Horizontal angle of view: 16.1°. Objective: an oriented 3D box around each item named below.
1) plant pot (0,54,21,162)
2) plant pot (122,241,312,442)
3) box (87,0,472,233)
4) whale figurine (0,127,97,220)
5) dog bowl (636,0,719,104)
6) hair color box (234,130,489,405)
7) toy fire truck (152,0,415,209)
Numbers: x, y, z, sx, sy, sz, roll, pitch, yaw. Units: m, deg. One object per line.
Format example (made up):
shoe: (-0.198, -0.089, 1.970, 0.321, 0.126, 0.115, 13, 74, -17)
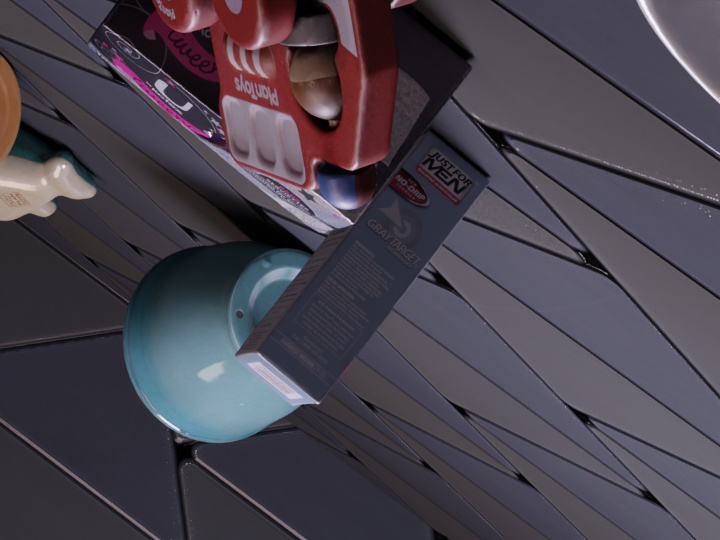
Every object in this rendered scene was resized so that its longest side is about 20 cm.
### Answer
plant pot: (-0.450, -0.171, 2.675, 0.139, 0.201, 0.200, 8, 153, 37)
plant pot: (-0.107, 0.058, 2.511, 0.200, 0.201, 0.188, 40, 154, -15)
box: (-0.054, -0.134, 1.602, 0.200, 0.132, 0.115, 38, 171, -7)
whale figurine: (-0.394, -0.126, 2.961, 0.199, 0.104, 0.159, -1, 149, 33)
dog bowl: (0.208, -0.101, 1.017, 0.200, 0.079, 0.200, 36, 169, 8)
hair color box: (0.000, 0.000, 1.813, 0.061, 0.200, 0.099, 39, 169, -8)
toy fire truck: (-0.033, -0.124, 1.435, 0.200, 0.112, 0.169, 23, 128, 57)
